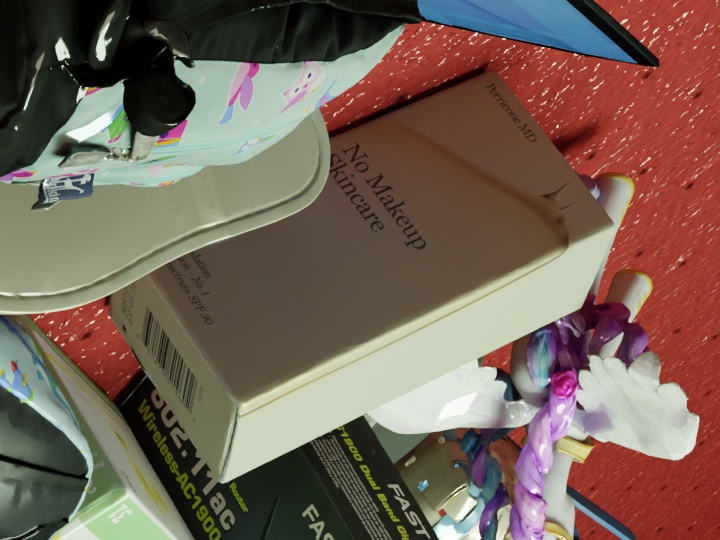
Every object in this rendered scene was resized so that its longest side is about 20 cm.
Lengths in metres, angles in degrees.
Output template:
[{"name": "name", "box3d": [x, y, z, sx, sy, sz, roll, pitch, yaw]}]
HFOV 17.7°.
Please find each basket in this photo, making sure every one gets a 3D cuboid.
[{"name": "basket", "box3d": [0.059, 0.176, 1.378, 0.176, 0.139, 0.200, -39, 127, 7]}]

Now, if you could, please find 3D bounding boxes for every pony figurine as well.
[{"name": "pony figurine", "box3d": [0.097, 0.053, 1.154, 0.166, 0.201, 0.193, 5, 151, 16]}]

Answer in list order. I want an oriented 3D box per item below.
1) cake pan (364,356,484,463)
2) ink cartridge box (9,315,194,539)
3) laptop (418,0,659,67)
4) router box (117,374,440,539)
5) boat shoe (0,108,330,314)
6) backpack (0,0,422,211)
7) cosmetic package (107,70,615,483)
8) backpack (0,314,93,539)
[{"name": "cake pan", "box3d": [-0.014, 0.072, 1.229, 0.200, 0.037, 0.200, -30, 156, -14]}, {"name": "ink cartridge box", "box3d": [-0.098, 0.126, 0.995, 0.048, 0.200, 0.146, -34, 155, -2]}, {"name": "laptop", "box3d": [-0.016, -0.068, 0.862, 0.200, 0.103, 0.177, -41, 157, 12]}, {"name": "router box", "box3d": [-0.047, 0.134, 1.085, 0.062, 0.200, 0.150, 3, 136, -50]}, {"name": "boat shoe", "box3d": [-0.101, -0.025, 0.779, 0.200, 0.073, 0.063, -14, -176, -42]}, {"name": "backpack", "box3d": [-0.077, -0.098, 0.680, 0.126, 0.167, 0.200, -26, 168, 31]}, {"name": "cosmetic package", "box3d": [0.000, 0.000, 1.022, 0.200, 0.104, 0.073, -26, 155, -25]}, {"name": "backpack", "box3d": [-0.186, 0.052, 0.821, 0.163, 0.154, 0.200, -47, 127, 9]}]
